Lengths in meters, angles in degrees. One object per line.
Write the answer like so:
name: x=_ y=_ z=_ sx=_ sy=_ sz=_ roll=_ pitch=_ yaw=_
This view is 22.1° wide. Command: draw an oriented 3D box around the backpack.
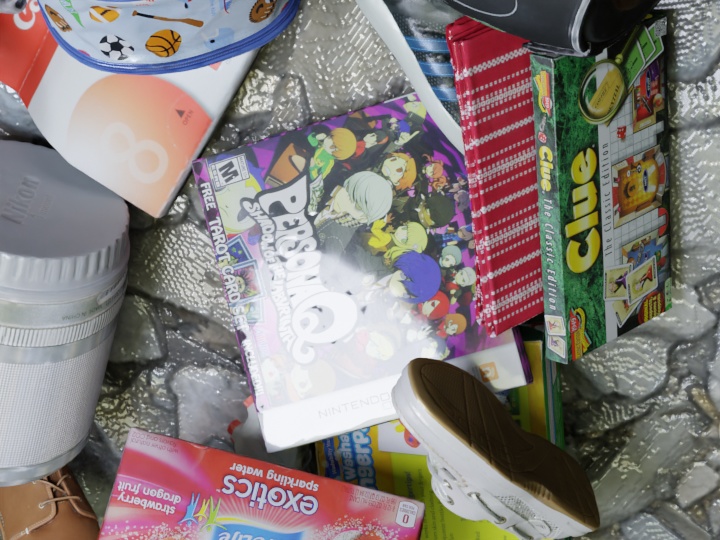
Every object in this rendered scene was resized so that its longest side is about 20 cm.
backpack: x=-0.120 y=-0.203 z=1.073 sx=0.198 sy=0.191 sz=0.155 roll=-17 pitch=142 yaw=-2

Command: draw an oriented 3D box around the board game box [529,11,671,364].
board game box: x=0.152 y=-0.051 z=1.145 sx=0.023 sy=0.104 sz=0.202 roll=23 pitch=128 yaw=47

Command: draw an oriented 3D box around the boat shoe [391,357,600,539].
boat shoe: x=0.073 y=0.125 z=1.157 sx=0.069 sy=0.071 sz=0.200 roll=-30 pitch=132 yaw=24

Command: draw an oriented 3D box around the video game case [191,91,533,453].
video game case: x=0.000 y=0.000 z=1.195 sx=0.180 sy=0.036 sz=0.202 roll=-15 pitch=87 yaw=13

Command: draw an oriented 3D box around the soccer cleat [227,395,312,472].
soccer cleat: x=-0.058 y=0.146 z=1.311 sx=0.077 sy=0.069 sz=0.201 roll=36 pitch=136 yaw=15

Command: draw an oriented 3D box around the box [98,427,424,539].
box: x=-0.065 y=0.180 z=1.200 sx=0.198 sy=0.096 sz=0.100 roll=15 pitch=75 yaw=2

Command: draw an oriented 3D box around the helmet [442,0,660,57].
helmet: x=0.097 y=-0.236 z=1.017 sx=0.190 sy=0.200 sz=0.201 roll=40 pitch=122 yaw=17

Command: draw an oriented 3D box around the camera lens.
camera lens: x=-0.247 y=0.033 z=1.261 sx=0.159 sy=0.160 sz=0.201 roll=21 pitch=121 yaw=4

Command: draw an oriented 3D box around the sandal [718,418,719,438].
sandal: x=0.302 y=0.058 z=1.177 sx=0.077 sy=0.070 sz=0.212 roll=33 pitch=120 yaw=-3

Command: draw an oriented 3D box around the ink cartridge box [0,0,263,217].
ink cartridge box: x=-0.175 y=-0.153 z=1.213 sx=0.199 sy=0.050 sz=0.163 roll=30 pitch=120 yaw=-5

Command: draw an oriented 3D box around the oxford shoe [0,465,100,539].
oxford shoe: x=-0.223 y=0.178 z=1.328 sx=0.071 sy=0.200 sz=0.072 roll=-6 pitch=120 yaw=-32

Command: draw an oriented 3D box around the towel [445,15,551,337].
towel: x=0.115 y=-0.075 z=1.133 sx=0.022 sy=0.144 sz=0.202 roll=21 pitch=128 yaw=46

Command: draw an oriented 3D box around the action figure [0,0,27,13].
action figure: x=-0.263 y=-0.171 z=1.172 sx=0.198 sy=0.104 sz=0.195 roll=6 pitch=93 yaw=22

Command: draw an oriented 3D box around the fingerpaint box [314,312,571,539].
fingerpaint box: x=0.055 y=0.122 z=1.275 sx=0.165 sy=0.073 sz=0.202 roll=-1 pitch=114 yaw=15

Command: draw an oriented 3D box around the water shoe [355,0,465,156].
water shoe: x=0.069 y=-0.140 z=1.131 sx=0.079 sy=0.072 sz=0.200 roll=-30 pitch=106 yaw=40
